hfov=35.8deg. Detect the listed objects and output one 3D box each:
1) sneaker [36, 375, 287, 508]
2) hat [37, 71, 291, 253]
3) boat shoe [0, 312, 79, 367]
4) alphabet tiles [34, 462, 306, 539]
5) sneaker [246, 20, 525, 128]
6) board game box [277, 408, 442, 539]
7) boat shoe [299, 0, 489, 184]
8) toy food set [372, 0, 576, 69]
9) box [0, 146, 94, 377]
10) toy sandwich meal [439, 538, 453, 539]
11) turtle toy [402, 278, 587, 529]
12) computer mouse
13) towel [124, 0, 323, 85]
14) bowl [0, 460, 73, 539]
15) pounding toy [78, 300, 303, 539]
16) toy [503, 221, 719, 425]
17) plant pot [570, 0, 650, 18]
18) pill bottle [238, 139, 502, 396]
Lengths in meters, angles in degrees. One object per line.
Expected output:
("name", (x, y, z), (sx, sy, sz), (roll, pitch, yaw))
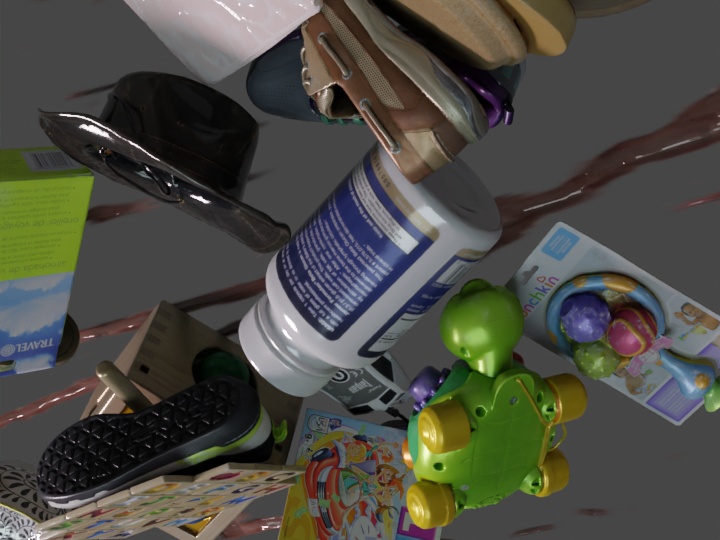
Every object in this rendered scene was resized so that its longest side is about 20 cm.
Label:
("sneaker", (-0.151, 0.149, 0.857), (0.198, 0.072, 0.083), (-18, 136, 13))
("hat", (-0.127, -0.092, 0.799), (0.199, 0.082, 0.201), (25, 169, 5))
("boat shoe", (-0.348, 0.052, 0.999), (0.198, 0.073, 0.068), (9, 161, -5))
("alphabet tiles", (-0.149, 0.184, 0.880), (0.199, 0.006, 0.166), (-24, 158, 26))
("sneaker", (0.010, -0.124, 0.750), (0.198, 0.088, 0.075), (-4, 128, 16))
("board game box", (-0.003, 0.229, 0.931), (0.133, 0.202, 0.034), (12, 161, -2))
("boat shoe", (-0.007, -0.131, 0.696), (0.072, 0.200, 0.076), (-46, 150, 6))
("toy food set", (0.023, -0.187, 0.648), (0.197, 0.200, 0.049), (35, 94, -23))
("box", (-0.290, -0.002, 0.891), (0.121, 0.048, 0.201), (-8, 133, -37))
("toy sandwich meal", (0.041, 0.267, 1.036), (0.204, 0.205, 0.071), (31, 90, -13))
("turtle toy", (0.096, 0.105, 0.887), (0.144, 0.101, 0.202), (-9, 123, -24))
("computer mouse", (0.009, 0.091, 0.960), (0.109, 0.044, 0.200), (-27, 124, 35))
("towel", (-0.122, -0.214, 0.682), (0.200, 0.032, 0.190), (48, 154, -16))
("bowl", (-0.363, 0.259, 1.147), (0.198, 0.095, 0.202), (7, 130, 8))
("pounding toy", (-0.162, 0.134, 0.966), (0.183, 0.143, 0.200), (32, 128, -14))
("toy", (0.207, 0.057, 0.881), (0.199, 0.047, 0.115), (27, 129, -11))
("plant pot", (0.125, -0.227, 0.637), (0.198, 0.093, 0.202), (7, 130, 8))
("pill bottle", (0.000, 0.000, 0.819), (0.111, 0.111, 0.200), (36, 116, -17))
